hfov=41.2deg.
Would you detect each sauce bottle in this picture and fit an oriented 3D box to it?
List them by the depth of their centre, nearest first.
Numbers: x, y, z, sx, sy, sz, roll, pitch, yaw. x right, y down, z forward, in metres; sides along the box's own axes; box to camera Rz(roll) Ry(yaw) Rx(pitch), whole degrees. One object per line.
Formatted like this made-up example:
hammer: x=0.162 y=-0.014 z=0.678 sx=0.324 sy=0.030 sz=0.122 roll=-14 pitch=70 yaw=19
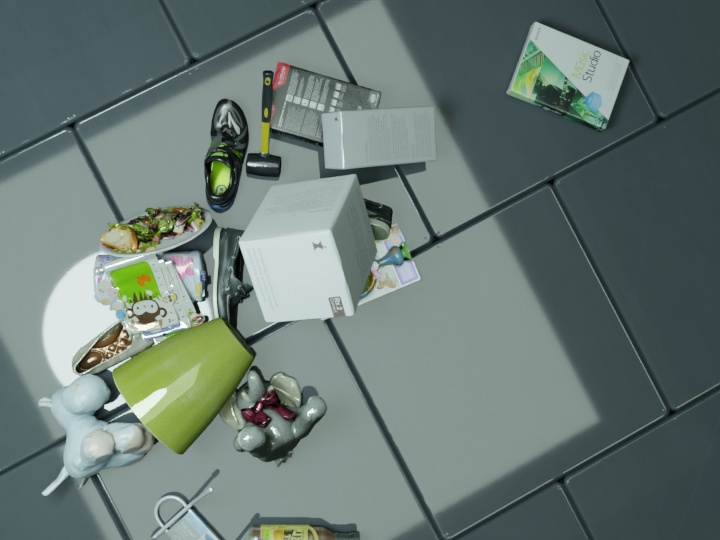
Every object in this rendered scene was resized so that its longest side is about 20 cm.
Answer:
sauce bottle: x=-0.100 y=0.484 z=1.707 sx=0.199 sy=0.065 sz=0.065 roll=0 pitch=87 yaw=-6

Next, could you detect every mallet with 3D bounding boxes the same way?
mallet: x=-0.179 y=-0.259 z=1.707 sx=0.066 sy=0.041 sz=0.201 roll=-1 pitch=122 yaw=1

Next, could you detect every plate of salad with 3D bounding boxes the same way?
plate of salad: x=-0.355 y=-0.078 z=1.652 sx=0.199 sy=0.200 sz=0.048 roll=-15 pitch=116 yaw=-6

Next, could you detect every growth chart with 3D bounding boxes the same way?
growth chart: x=-0.362 y=0.055 z=1.662 sx=0.144 sy=0.018 sz=0.201 roll=-26 pitch=112 yaw=3

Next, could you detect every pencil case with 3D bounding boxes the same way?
pencil case: x=-0.372 y=0.013 z=1.698 sx=0.199 sy=0.083 sz=0.091 roll=-2 pitch=101 yaw=-6

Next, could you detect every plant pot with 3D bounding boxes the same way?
plant pot: x=-0.286 y=0.177 z=1.639 sx=0.200 sy=0.187 sz=0.187 roll=-40 pitch=91 yaw=-3

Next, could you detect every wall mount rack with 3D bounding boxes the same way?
wall mount rack: x=-0.273 y=0.467 z=1.675 sx=0.174 sy=0.075 sz=0.200 roll=-42 pitch=92 yaw=8

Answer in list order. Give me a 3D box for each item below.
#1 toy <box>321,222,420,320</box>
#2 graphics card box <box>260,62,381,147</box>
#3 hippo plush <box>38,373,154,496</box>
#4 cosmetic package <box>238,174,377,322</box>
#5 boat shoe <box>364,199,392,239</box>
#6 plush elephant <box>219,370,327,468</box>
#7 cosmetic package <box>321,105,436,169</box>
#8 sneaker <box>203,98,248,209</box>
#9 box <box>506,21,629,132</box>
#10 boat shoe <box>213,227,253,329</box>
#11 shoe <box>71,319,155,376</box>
toy: x=0.000 y=0.000 z=1.751 sx=0.199 sy=0.047 sz=0.116 roll=-22 pitch=87 yaw=-7
graphics card box: x=-0.071 y=-0.293 z=1.758 sx=0.199 sy=0.051 sz=0.126 roll=15 pitch=86 yaw=-4
hippo plush: x=-0.462 y=0.267 z=1.667 sx=0.200 sy=0.159 sz=0.161 roll=-38 pitch=68 yaw=34
cosmetic package: x=-0.083 y=-0.039 z=1.624 sx=0.164 sy=0.200 sz=0.165 roll=-6 pitch=120 yaw=18
boat shoe: x=-0.034 y=-0.120 z=1.738 sx=0.198 sy=0.075 sz=0.066 roll=17 pitch=64 yaw=8
plush elephant: x=-0.166 y=0.245 z=1.677 sx=0.164 sy=0.200 sz=0.155 roll=-25 pitch=67 yaw=-19
cosmetic package: x=0.035 y=-0.238 z=1.712 sx=0.199 sy=0.071 sz=0.102 roll=-8 pitch=100 yaw=-30
sneaker: x=-0.242 y=-0.210 z=1.721 sx=0.070 sy=0.083 sz=0.201 roll=7 pitch=86 yaw=-5
box: x=0.394 y=-0.367 z=1.814 sx=0.199 sy=0.036 sz=0.145 roll=20 pitch=85 yaw=-3
boat shoe: x=-0.225 y=0.020 z=1.716 sx=0.066 sy=0.075 sz=0.200 roll=-3 pitch=78 yaw=6
shoe: x=-0.424 y=0.127 z=1.700 sx=0.200 sy=0.053 sz=0.070 roll=-34 pitch=91 yaw=-6
